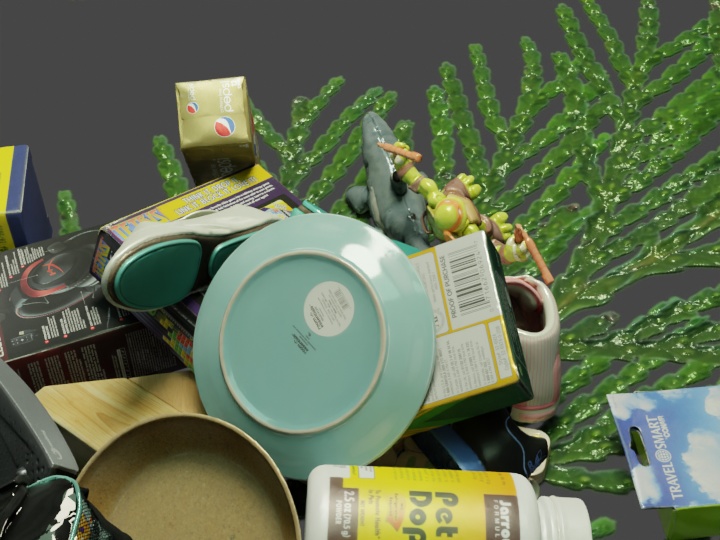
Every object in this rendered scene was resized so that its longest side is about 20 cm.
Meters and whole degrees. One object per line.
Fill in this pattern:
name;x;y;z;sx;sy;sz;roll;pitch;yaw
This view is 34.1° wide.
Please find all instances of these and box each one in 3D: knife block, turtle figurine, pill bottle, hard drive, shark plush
knife block;-0.162;0.164;0.921;0.197;0.065;0.177;-5;40;-4
turtle figurine;0.098;-0.044;1.083;0.199;0.065;0.161;37;11;11
pill bottle;0.058;0.196;0.829;0.197;0.110;0.110;3;41;-3
hard drive;-0.294;0.143;0.916;0.042;0.136;0.199;12;20;-49
shark plush;0.029;-0.069;1.158;0.089;0.084;0.201;-4;42;0

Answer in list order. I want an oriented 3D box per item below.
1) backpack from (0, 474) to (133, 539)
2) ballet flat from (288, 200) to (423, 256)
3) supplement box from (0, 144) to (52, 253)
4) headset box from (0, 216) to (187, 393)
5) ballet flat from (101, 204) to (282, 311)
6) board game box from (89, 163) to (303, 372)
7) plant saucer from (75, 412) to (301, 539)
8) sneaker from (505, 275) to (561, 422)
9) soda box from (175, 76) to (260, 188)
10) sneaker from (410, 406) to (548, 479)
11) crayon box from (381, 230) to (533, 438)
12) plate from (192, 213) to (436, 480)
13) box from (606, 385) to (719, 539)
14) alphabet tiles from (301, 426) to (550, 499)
backpack;-0.232;0.256;0.743;0.173;0.154;0.201;-15;37;15
ballet flat;0.000;0.000;0.994;0.199;0.071;0.067;21;13;-49
supplement box;-0.409;-0.035;1.130;0.197;0.110;0.110;-7;42;-5
headset box;-0.263;0.041;1.059;0.197;0.076;0.149;-17;43;-15
ballet flat;-0.141;-0.016;0.933;0.069;0.070;0.199;28;27;30
board game box;-0.107;0.000;1.025;0.165;0.057;0.199;39;40;20
plant saucer;-0.126;0.204;0.835;0.197;0.035;0.203;-5;76;20
sneaker;0.121;0.030;1.020;0.074;0.106;0.201;-12;36;-11
soda box;-0.135;-0.122;1.145;0.067;0.200;0.065;-6;78;-3
sneaker;0.070;0.101;0.954;0.077;0.071;0.201;-26;55;-17
crayon box;0.023;0.063;0.910;0.197;0.052;0.127;-18;62;15
plate;-0.041;0.054;0.880;0.197;0.026;0.203;-4;79;19
box;0.302;0.145;0.925;0.197;0.048;0.123;-5;41;-1
alphabet tiles;0.052;0.153;0.959;0.197;0.015;0.197;10;43;15
